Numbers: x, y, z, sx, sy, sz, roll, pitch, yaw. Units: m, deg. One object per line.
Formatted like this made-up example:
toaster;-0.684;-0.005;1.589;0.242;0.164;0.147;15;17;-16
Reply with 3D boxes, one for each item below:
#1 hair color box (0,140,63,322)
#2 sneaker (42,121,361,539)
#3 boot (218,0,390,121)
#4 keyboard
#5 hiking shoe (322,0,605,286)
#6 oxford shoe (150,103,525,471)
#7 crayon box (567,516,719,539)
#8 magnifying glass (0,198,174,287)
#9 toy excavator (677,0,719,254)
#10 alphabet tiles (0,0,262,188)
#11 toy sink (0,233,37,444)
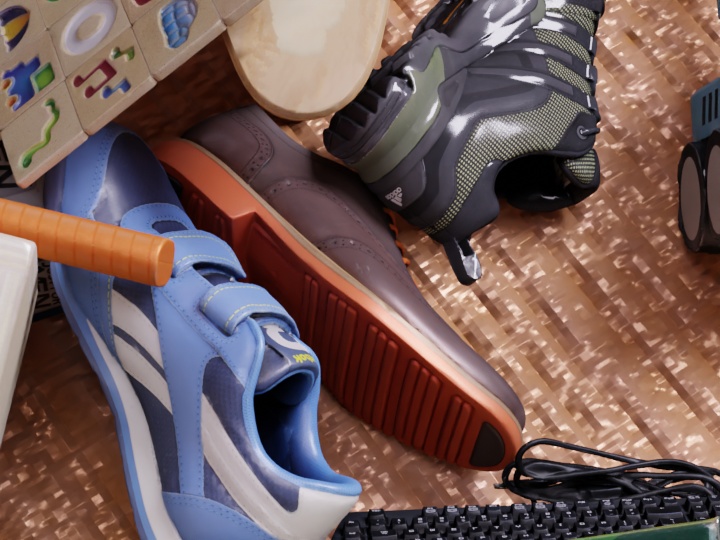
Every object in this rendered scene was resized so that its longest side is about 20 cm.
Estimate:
hair color box;-0.222;-0.009;0.890;0.199;0.061;0.100;-17;62;-11
sneaker;-0.059;0.026;0.845;0.082;0.074;0.201;-29;76;27
boot;-0.025;-0.104;0.902;0.070;0.144;0.202;-5;54;-3
keyboard;0.087;0.089;0.824;0.199;0.104;0.040;-1;101;-3
hiking shoe;0.069;-0.076;0.941;0.101;0.076;0.200;53;54;-10
oxford shoe;0.000;0.000;0.890;0.200;0.071;0.072;42;57;16
crayon box;0.050;0.132;0.746;0.199;0.127;0.051;-11;69;26
magnifying glass;-0.167;-0.024;0.818;0.199;0.080;0.023;11;89;9
toy excavator;0.184;-0.108;0.928;0.099;0.194;0.201;-1;89;-3
alphabet tiles;-0.100;-0.124;0.861;0.200;0.006;0.167;-37;44;11
toy sink;-0.200;0.078;0.773;0.130;0.112;0.201;15;77;-5
